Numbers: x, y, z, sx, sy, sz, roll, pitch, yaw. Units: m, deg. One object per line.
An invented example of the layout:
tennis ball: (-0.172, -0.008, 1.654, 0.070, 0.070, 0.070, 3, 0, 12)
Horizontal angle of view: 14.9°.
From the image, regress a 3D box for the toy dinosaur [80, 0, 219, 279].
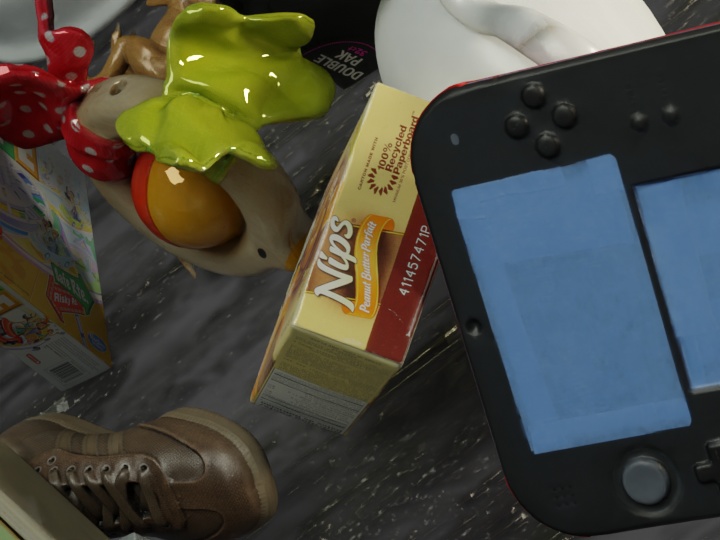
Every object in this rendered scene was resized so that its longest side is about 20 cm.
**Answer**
toy dinosaur: (-0.109, -0.103, 1.481, 0.106, 0.060, 0.201, 8, 72, 40)

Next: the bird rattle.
bird rattle: (-0.103, -0.055, 1.376, 0.199, 0.163, 0.113, -4, 43, 39)

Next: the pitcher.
pitcher: (0.082, -0.091, 1.237, 0.121, 0.172, 0.200, -48, 46, -2)

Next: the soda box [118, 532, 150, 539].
soda box: (-0.161, 0.202, 1.349, 0.200, 0.068, 0.064, -29, 54, 25)

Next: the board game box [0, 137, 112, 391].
board game box: (-0.203, -0.040, 1.423, 0.034, 0.200, 0.135, -25, 53, 17)

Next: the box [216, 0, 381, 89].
box: (0.015, -0.212, 1.374, 0.200, 0.148, 0.125, -31, 52, 23)

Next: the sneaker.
sneaker: (-0.125, 0.113, 1.351, 0.200, 0.071, 0.075, -3, 22, 48)

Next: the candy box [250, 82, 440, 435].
candy box: (0.000, 0.000, 1.253, 0.200, 0.055, 0.116, 119, 172, -76)

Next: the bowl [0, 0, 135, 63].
bowl: (-0.195, -0.229, 1.600, 0.200, 0.090, 0.202, -20, 55, 31)

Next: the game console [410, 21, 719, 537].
game console: (0.120, 0.006, 1.117, 0.176, 0.031, 0.201, -10, 104, 31)

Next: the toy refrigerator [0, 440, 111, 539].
toy refrigerator: (-0.150, 0.153, 1.267, 0.200, 0.070, 0.076, 37, 97, 36)
